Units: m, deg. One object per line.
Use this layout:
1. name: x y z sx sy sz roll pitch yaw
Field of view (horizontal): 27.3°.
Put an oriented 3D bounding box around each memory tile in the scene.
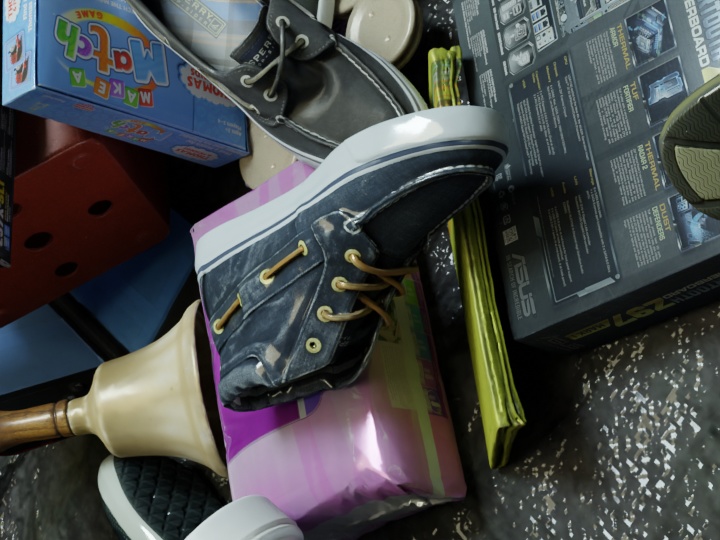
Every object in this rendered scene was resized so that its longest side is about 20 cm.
1. memory tile: -0.048 -0.153 0.880 0.153 0.017 0.200 -47 53 25

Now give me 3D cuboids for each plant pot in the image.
1. plant pot: -0.225 -0.084 0.914 0.200 0.200 0.176 -28 64 0

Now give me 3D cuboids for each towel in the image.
1. towel: 0.057 -0.007 0.747 0.018 0.086 0.200 -9 70 1

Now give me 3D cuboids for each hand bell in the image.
1. hand bell: -0.176 0.088 0.854 0.200 0.104 0.104 -12 67 5

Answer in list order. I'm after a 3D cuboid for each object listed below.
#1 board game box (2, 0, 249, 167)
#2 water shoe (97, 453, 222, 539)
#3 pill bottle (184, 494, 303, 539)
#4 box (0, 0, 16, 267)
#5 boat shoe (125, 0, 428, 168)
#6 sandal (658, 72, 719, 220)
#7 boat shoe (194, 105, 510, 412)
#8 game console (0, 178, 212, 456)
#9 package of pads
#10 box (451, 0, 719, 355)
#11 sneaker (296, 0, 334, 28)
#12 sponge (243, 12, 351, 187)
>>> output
1. board game box: -0.132 -0.172 0.846 0.037 0.151 0.200 -19 68 39
2. water shoe: -0.105 0.184 0.851 0.200 0.071 0.079 46 117 41
3. pill bottle: -0.005 0.200 0.686 0.200 0.112 0.112 40 108 24
4. box: -0.270 -0.098 0.808 0.159 0.049 0.200 -2 77 9
5. boat shoe: -0.051 -0.115 0.764 0.200 0.066 0.070 40 96 15
6. sandal: 0.214 -0.083 0.596 0.201 0.080 0.057 -31 20 3
7. boat shoe: 0.000 0.000 0.703 0.200 0.071 0.091 -29 63 41
8. game console: -0.204 0.005 0.966 0.200 0.172 0.119 36 132 43
9. package of pads: -0.021 0.048 0.801 0.120 0.076 0.200 -29 61 33
10. box: 0.130 -0.079 0.705 0.158 0.051 0.200 -28 61 38
11. sneaker: -0.073 -0.193 0.833 0.071 0.099 0.200 -18 70 37
12. sponge: -0.045 -0.158 0.909 0.112 0.030 0.200 -34 57 33
